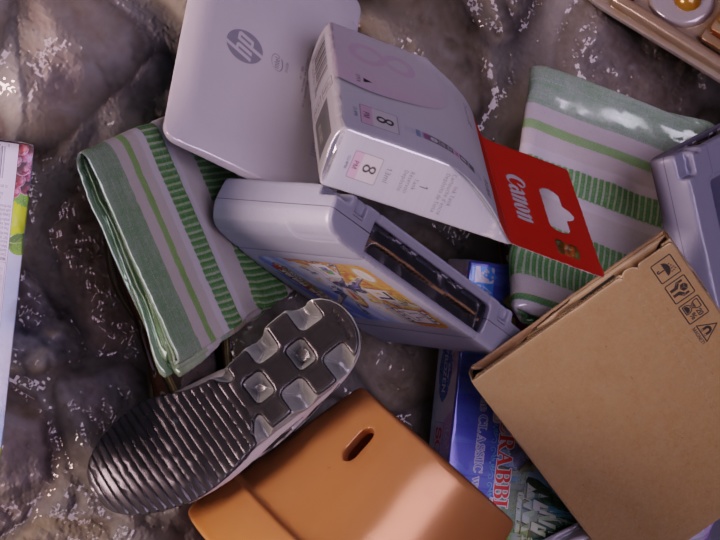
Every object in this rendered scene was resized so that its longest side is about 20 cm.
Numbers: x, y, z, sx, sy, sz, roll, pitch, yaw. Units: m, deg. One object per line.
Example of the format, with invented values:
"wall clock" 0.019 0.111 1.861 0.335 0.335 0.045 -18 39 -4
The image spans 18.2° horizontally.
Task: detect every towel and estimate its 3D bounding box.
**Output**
"towel" 0.180 -0.037 1.587 0.152 0.023 0.201 18 62 -15
"towel" -0.110 -0.027 1.468 0.153 0.023 0.200 68 25 -6

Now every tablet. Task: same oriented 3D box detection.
"tablet" -0.063 -0.138 1.511 0.130 0.014 0.201 25 47 -21

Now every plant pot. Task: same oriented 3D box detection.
"plant pot" 0.005 0.172 1.475 0.200 0.200 0.140 41 88 -18

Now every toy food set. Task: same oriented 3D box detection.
"toy food set" 0.273 -0.223 1.648 0.200 0.060 0.144 34 73 17

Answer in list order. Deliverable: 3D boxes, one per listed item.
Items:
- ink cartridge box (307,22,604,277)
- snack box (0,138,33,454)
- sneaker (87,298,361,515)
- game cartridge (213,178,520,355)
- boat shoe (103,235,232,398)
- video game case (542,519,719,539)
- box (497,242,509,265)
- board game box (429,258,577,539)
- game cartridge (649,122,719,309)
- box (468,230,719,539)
"ink cartridge box" 0.065 -0.081 1.465 0.199 0.163 0.057 15 117 -12
"snack box" -0.262 0.021 1.390 0.067 0.169 0.201 6 86 -22
"sneaker" -0.082 0.097 1.453 0.199 0.089 0.074 -31 79 -1
"game cartridge" 0.000 0.000 1.486 0.200 0.133 0.042 35 66 -40
"boat shoe" -0.118 0.031 1.508 0.072 0.068 0.201 -18 96 -22
"video game case" 0.206 0.248 1.610 0.181 0.023 0.201 -26 122 -4
"box" 0.174 0.010 1.654 0.136 0.040 0.201 -11 94 -22
"board game box" 0.149 0.102 1.599 0.199 0.041 0.201 6 89 -21
"game cartridge" 0.265 -0.035 1.587 0.200 0.041 0.134 -25 100 -57
"box" 0.190 0.095 1.510 0.163 0.021 0.200 -35 114 5
